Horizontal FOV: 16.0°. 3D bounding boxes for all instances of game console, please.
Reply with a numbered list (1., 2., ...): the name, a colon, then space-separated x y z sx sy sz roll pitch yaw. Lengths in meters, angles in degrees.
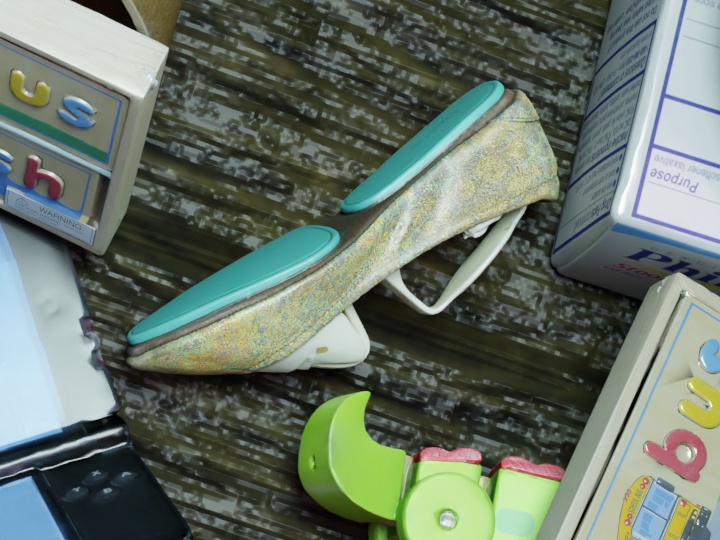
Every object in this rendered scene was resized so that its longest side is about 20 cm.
1. game console: -0.184 0.064 0.962 0.199 0.172 0.119 -18 110 -14

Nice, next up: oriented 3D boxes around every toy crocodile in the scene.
1. toy crocodile: 0.069 0.102 1.029 0.199 0.068 0.062 16 76 -8

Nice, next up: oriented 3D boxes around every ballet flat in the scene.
1. ballet flat: 0.000 0.000 1.038 0.200 0.071 0.071 -35 88 -15

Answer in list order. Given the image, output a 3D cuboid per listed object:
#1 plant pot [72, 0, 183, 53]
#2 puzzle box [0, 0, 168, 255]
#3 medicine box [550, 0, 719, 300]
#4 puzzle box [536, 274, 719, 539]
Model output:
1. plant pot: -0.127 -0.184 0.999 0.186 0.186 0.201 27 61 -6
2. puzzle box: -0.174 -0.084 0.969 0.199 0.133 0.026 25 61 0
3. medicine box: 0.196 -0.076 1.068 0.181 0.103 0.201 17 78 -8
4. puzzle box: 0.133 0.117 0.984 0.133 0.025 0.201 31 66 -10
